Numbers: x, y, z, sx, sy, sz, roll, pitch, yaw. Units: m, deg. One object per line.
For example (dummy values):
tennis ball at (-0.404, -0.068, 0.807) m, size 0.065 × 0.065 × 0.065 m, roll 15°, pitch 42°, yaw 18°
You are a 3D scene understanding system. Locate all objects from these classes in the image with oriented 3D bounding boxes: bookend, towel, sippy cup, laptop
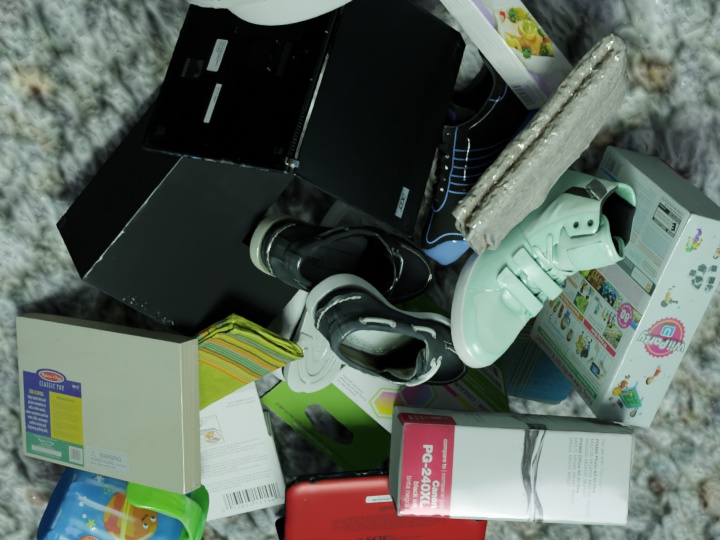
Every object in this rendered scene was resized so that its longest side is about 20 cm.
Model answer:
bookend at (-0.117, -0.048, 1.233) m, size 0.198 × 0.092 × 0.200 m, roll 32°, pitch 104°, yaw -39°
towel at (0.170, 0.039, 1.387) m, size 0.145 × 0.022 × 0.201 m, roll 12°, pitch 120°, yaw -17°
sippy cup at (-0.228, 0.242, 1.343) m, size 0.130 × 0.140 × 0.179 m, roll 26°, pitch 106°, yaw -14°
towel at (-0.147, 0.098, 1.271) m, size 0.199 × 0.018 × 0.086 m, roll -30°, pitch 137°, yaw 34°
laptop at (-0.041, -0.141, 1.125) m, size 0.198 × 0.179 × 0.103 m, roll 10°, pitch 162°, yaw 20°
towel at (0.151, -0.098, 1.171) m, size 0.034 × 0.133 × 0.200 m, roll 40°, pitch 92°, yaw 12°

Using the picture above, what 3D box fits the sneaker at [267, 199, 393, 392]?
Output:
sneaker at (-0.038, 0.006, 1.297) m, size 0.076 × 0.080 × 0.201 m, roll 19°, pitch 100°, yaw -39°

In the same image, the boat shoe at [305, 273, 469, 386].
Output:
boat shoe at (0.031, 0.068, 1.221) m, size 0.199 × 0.061 × 0.076 m, roll 23°, pitch 121°, yaw -43°

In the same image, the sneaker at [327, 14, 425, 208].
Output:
sneaker at (0.034, -0.135, 1.213) m, size 0.090 × 0.076 × 0.201 m, roll -20°, pitch 128°, yaw -3°

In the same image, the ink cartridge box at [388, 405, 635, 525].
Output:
ink cartridge box at (0.128, 0.170, 1.261) m, size 0.198 × 0.145 × 0.084 m, roll 4°, pitch 89°, yaw -2°

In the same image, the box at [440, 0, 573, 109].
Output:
box at (0.097, -0.215, 1.152) m, size 0.200 × 0.041 × 0.039 m, roll 48°, pitch 69°, yaw -19°

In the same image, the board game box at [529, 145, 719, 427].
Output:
board game box at (0.239, 0.013, 1.278) m, size 0.064 × 0.148 × 0.201 m, roll 11°, pitch 113°, yaw -25°

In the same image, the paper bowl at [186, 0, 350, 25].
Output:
paper bowl at (-0.047, -0.253, 1.032) m, size 0.199 × 0.201 × 0.105 m, roll -22°, pitch 124°, yaw 6°

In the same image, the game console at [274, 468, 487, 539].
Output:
game console at (0.018, 0.225, 1.422) m, size 0.198 × 0.119 × 0.173 m, roll -3°, pitch 128°, yaw -8°

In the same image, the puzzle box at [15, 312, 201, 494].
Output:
puzzle box at (-0.224, 0.113, 1.266) m, size 0.199 × 0.025 × 0.134 m, roll 8°, pitch 104°, yaw 33°

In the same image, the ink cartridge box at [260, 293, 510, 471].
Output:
ink cartridge box at (0.021, 0.127, 1.372) m, size 0.200 × 0.076 × 0.148 m, roll -41°, pitch 112°, yaw 20°

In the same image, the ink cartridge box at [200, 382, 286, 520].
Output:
ink cartridge box at (-0.183, 0.175, 1.404) m, size 0.198 × 0.045 × 0.177 m, roll -13°, pitch 126°, yaw -2°

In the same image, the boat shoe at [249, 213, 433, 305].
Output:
boat shoe at (0.001, -0.002, 1.226) m, size 0.198 × 0.066 × 0.075 m, roll 20°, pitch 94°, yaw -43°

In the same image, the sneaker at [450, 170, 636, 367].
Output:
sneaker at (0.159, -0.002, 1.232) m, size 0.074 × 0.118 × 0.201 m, roll 39°, pitch 74°, yaw -30°

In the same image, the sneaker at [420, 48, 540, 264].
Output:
sneaker at (0.091, -0.101, 1.250) m, size 0.077 × 0.070 × 0.201 m, roll 22°, pitch 111°, yaw -20°
